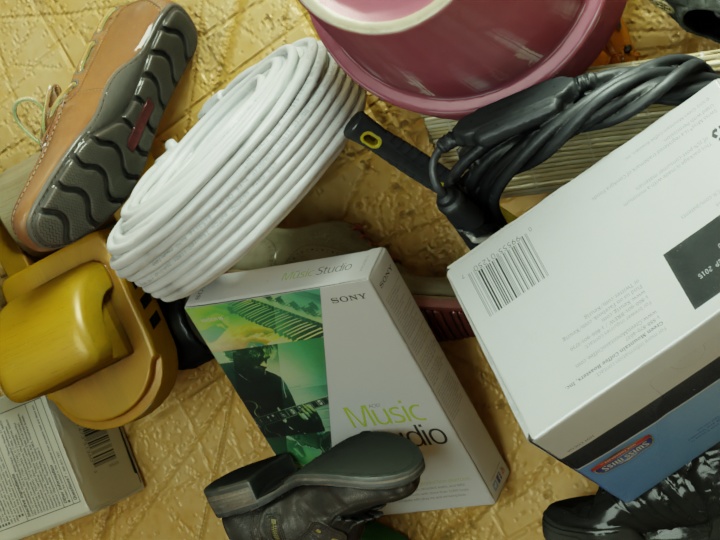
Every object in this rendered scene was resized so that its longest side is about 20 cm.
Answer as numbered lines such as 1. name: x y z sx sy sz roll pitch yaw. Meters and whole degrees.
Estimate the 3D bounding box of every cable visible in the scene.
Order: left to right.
1. cable: -0.081 -0.062 1.652 0.069 0.200 0.200 44 138 -11
2. cable: 0.147 -0.057 1.526 0.200 0.163 0.051 -23 47 11

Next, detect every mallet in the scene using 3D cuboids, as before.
1. mallet: 0.082 -0.046 1.601 0.200 0.041 0.066 39 115 -21

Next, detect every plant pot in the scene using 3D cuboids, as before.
1. plant pot: 0.041 -0.190 1.484 0.200 0.179 0.200 0 90 22

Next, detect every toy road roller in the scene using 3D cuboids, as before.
1. toy road roller: -0.193 0.011 1.761 0.123 0.146 0.200 -26 87 28

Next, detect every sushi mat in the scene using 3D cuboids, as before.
1. sushi mat: 0.137 -0.086 1.581 0.200 0.012 0.096 -6 135 21

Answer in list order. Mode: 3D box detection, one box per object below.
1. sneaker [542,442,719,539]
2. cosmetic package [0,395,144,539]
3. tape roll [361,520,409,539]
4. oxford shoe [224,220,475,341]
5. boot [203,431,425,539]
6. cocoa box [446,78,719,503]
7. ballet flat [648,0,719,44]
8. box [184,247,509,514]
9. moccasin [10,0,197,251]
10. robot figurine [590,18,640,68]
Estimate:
1. sneaker: 0.205 0.118 1.608 0.200 0.060 0.104 -3 100 26
2. cosmetic package: -0.266 0.148 1.880 0.200 0.071 0.105 -20 90 32
3. tape roll: -0.016 0.269 1.774 0.200 0.048 0.201 7 103 29
4. oxford shoe: 0.000 0.000 1.696 0.200 0.070 0.075 8 67 13
5. boot: -0.007 0.202 1.686 0.200 0.069 0.174 -14 100 46
6. cocoa box: 0.179 0.015 1.486 0.200 0.131 0.133 -36 55 14
7. ballet flat: 0.241 -0.126 1.523 0.200 0.066 0.057 35 87 17
8. box: -0.008 0.078 1.682 0.144 0.036 0.200 -9 124 32
9. moccasin: -0.182 -0.100 1.721 0.078 0.074 0.201 4 62 33
10. robot figurine: 0.088 -0.198 1.605 0.145 0.058 0.200 -27 87 31
